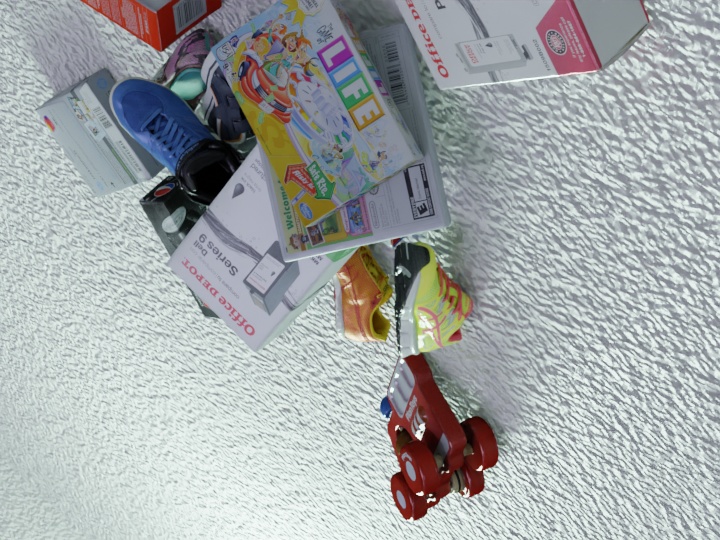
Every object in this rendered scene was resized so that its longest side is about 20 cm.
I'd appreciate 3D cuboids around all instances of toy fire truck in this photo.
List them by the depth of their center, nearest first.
[{"bbox_3d":[0.082,0.211,1.755,0.169,0.111,0.201,62,158,26],"label":"toy fire truck"}]

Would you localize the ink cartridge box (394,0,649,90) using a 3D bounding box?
[{"bbox_3d":[0.122,-0.237,1.151,0.199,0.083,0.148,2,128,52],"label":"ink cartridge box"}]

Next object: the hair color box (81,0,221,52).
[{"bbox_3d":[-0.260,-0.334,1.532,0.199,0.101,0.062,35,149,23],"label":"hair color box"}]

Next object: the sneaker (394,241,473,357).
[{"bbox_3d":[0.083,0.028,1.540,0.089,0.079,0.201,-3,152,0],"label":"sneaker"}]

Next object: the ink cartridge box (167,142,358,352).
[{"bbox_3d":[-0.093,-0.033,1.481,0.146,0.084,0.200,44,118,5],"label":"ink cartridge box"}]

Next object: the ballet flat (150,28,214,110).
[{"bbox_3d":[-0.220,-0.227,1.647,0.068,0.072,0.200,15,153,-25],"label":"ballet flat"}]

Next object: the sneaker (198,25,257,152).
[{"bbox_3d":[-0.132,-0.200,1.549,0.080,0.078,0.200,48,163,8],"label":"sneaker"}]

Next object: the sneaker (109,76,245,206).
[{"bbox_3d":[-0.200,-0.143,1.558,0.200,0.077,0.111,46,177,-14],"label":"sneaker"}]

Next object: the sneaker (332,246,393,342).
[{"bbox_3d":[0.000,0.000,1.644,0.076,0.074,0.202,1,132,17],"label":"sneaker"}]

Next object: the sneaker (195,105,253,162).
[{"bbox_3d":[-0.145,-0.116,1.668,0.199,0.080,0.074,36,147,17],"label":"sneaker"}]

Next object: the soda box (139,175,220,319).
[{"bbox_3d":[-0.221,-0.030,1.891,0.070,0.063,0.202,7,132,50],"label":"soda box"}]

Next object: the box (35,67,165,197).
[{"bbox_3d":[-0.361,-0.187,1.913,0.199,0.041,0.157,-11,117,56],"label":"box"}]

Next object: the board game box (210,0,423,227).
[{"bbox_3d":[-0.044,-0.164,1.339,0.133,0.034,0.202,-30,86,20],"label":"board game box"}]

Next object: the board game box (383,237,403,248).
[{"bbox_3d":[-0.026,-0.151,1.486,0.199,0.056,0.197,32,147,26],"label":"board game box"}]

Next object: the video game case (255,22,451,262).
[{"bbox_3d":[-0.015,-0.125,1.365,0.179,0.022,0.203,-12,93,20],"label":"video game case"}]
